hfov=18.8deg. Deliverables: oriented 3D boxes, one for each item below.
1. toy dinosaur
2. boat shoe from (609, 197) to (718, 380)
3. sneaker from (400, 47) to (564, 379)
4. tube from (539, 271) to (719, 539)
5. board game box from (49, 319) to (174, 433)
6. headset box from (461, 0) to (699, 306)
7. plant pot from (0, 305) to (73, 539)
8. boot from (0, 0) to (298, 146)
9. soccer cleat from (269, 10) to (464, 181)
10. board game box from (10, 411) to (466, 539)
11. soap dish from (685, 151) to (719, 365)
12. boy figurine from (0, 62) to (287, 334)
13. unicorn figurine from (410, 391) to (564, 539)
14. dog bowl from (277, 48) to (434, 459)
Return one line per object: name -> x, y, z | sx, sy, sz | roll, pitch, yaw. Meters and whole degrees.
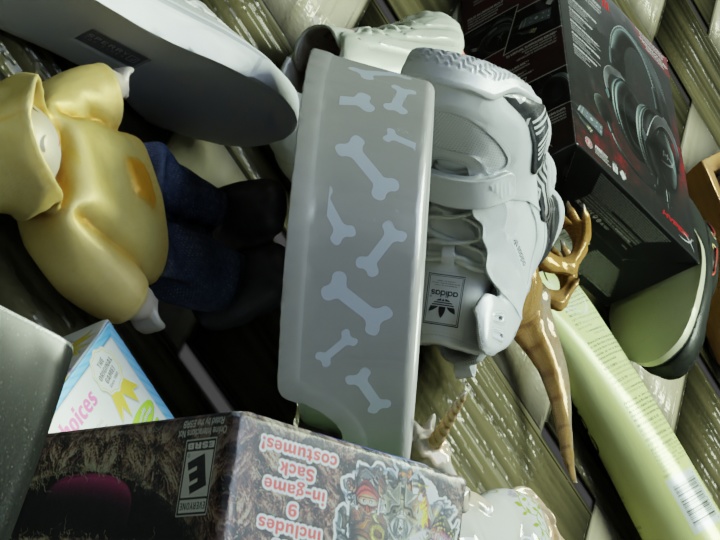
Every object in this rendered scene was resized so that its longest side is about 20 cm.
toy dinosaur -> 0.095, 0.017, 1.277 | 0.106, 0.060, 0.200 | -32, 92, -32
boat shoe -> 0.204, 0.010, 1.423 | 0.063, 0.074, 0.202 | 49, 23, -22
sneaker -> 0.054, -0.025, 1.138 | 0.200, 0.075, 0.115 | 62, 44, -58
tube -> 0.158, 0.087, 1.335 | 0.200, 0.052, 0.058 | 62, -17, 6
board game box -> -0.111, 0.127, 0.846 | 0.135, 0.034, 0.200 | 59, 29, -18
headset box -> 0.137, -0.103, 1.388 | 0.149, 0.077, 0.200 | 40, 37, -39
plant pot -> -0.220, 0.080, 0.544 | 0.199, 0.200, 0.178 | 33, 57, -48
boot -> -0.098, -0.135, 1.009 | 0.200, 0.073, 0.096 | 31, 52, -47
soccer cleat -> 0.003, -0.109, 1.181 | 0.078, 0.069, 0.200 | 57, 33, -14
board game box -> -0.063, 0.158, 0.706 | 0.097, 0.159, 0.201 | 20, 70, -37
soap dish -> 0.296, -0.017, 1.608 | 0.200, 0.081, 0.158 | -23, 90, -62
boy figurine -> -0.109, -0.039, 0.938 | 0.200, 0.064, 0.125 | 30, 48, -53
unicorn figurine -> 0.060, 0.144, 1.109 | 0.200, 0.074, 0.138 | 23, 49, -74
dog bowl -> 0.000, 0.000, 0.993 | 0.200, 0.058, 0.201 | 3, 90, -88
